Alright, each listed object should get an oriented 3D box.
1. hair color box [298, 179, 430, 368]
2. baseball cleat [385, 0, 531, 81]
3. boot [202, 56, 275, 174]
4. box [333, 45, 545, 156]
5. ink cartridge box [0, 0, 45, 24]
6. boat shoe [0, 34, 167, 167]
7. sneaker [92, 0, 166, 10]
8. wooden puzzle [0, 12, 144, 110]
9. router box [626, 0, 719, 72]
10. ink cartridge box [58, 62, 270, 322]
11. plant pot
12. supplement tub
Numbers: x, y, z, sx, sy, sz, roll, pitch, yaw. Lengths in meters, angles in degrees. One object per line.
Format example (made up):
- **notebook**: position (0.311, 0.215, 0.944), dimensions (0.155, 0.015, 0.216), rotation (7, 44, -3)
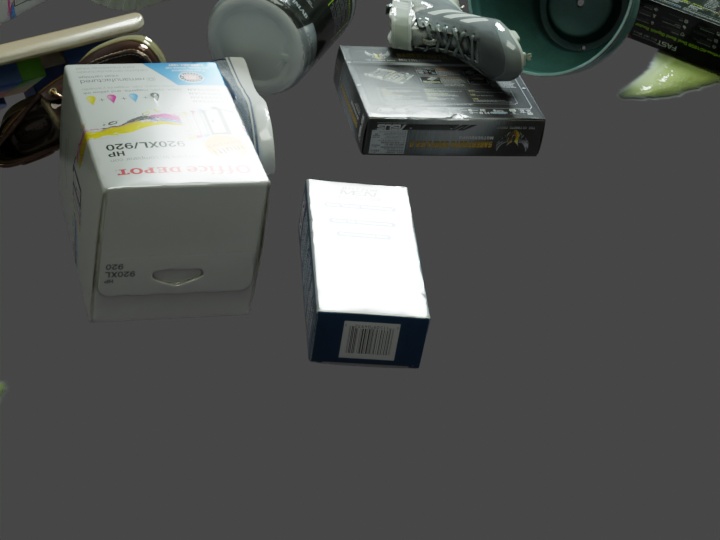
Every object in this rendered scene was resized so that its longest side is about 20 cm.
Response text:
- **hair color box**: position (0.000, 0.000, 1.314), dimensions (0.100, 0.061, 0.200), rotation (5, 37, -8)
- **baseball cleat**: position (0.094, -0.249, 1.599), dimensions (0.106, 0.070, 0.200), rotation (-16, 32, -23)
- **boot**: position (-0.145, -0.152, 1.487), dimensions (0.090, 0.073, 0.200), rotation (-9, 33, -12)
- **box**: position (0.082, -0.185, 1.595), dimensions (0.199, 0.048, 0.159), rotation (-1, 36, -15)
- **ink cartridge box**: position (-0.446, -0.338, 1.640), dimensions (0.144, 0.084, 0.200), rotation (23, 37, 17)
- **boat shoe**: position (-0.268, -0.151, 1.371), dimensions (0.199, 0.072, 0.072), rotation (-22, 24, 24)
- **sneaker**: position (-0.260, -0.356, 1.734), dimensions (0.199, 0.077, 0.080), rotation (-7, 28, -29)
- **wooden puzzle**: position (-0.329, -0.193, 1.447), dimensions (0.185, 0.046, 0.200), rotation (-23, 6, -37)
- **router box**: position (0.435, -0.321, 1.853), dimensions (0.199, 0.062, 0.150), rotation (26, 40, 21)
- **ink cartridge box**: position (-0.179, -0.072, 1.295), dimensions (0.147, 0.145, 0.200), rotation (-4, 39, -20)
- **plant pot**: position (0.243, -0.321, 1.722), dimensions (0.200, 0.201, 0.134), rotation (29, 13, 24)
- **supplement tub**: position (-0.079, -0.289, 1.632), dimensions (0.122, 0.123, 0.200), rotation (19, 36, 12)
